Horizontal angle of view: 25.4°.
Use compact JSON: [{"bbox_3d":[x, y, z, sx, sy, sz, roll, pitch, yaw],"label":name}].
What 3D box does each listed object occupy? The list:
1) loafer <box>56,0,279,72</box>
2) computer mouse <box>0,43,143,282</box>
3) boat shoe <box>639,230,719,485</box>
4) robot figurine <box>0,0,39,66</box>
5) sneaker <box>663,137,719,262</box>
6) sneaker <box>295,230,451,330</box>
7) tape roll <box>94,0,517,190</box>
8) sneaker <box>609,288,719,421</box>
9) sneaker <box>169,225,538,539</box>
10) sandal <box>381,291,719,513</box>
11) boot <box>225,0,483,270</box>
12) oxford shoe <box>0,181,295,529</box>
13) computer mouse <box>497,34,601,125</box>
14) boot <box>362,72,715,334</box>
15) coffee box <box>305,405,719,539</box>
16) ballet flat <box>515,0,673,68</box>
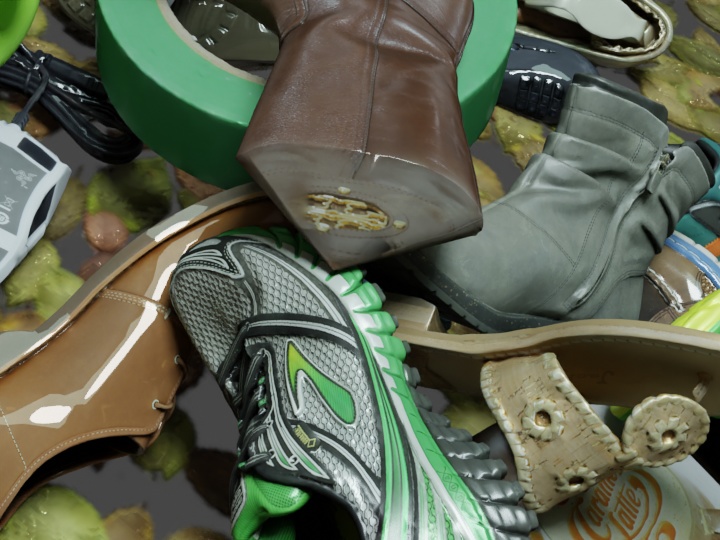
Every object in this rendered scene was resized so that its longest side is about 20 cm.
[{"bbox_3d":[-0.067,-0.140,0.860,0.199,0.067,0.077,14,89,2],"label":"loafer"},{"bbox_3d":[-0.176,-0.041,0.737,0.109,0.044,0.200,29,38,-5],"label":"computer mouse"},{"bbox_3d":[0.164,0.050,0.786,0.200,0.072,0.072,44,45,17],"label":"boat shoe"},{"bbox_3d":[-0.217,-0.145,0.725,0.115,0.176,0.200,31,0,-37],"label":"robot figurine"},{"bbox_3d":[0.195,-0.019,0.858,0.199,0.080,0.072,22,44,-5],"label":"sneaker"},{"bbox_3d":[0.000,0.000,0.770,0.095,0.079,0.201,31,50,-14],"label":"sneaker"},{"bbox_3d":[-0.027,-0.122,0.763,0.199,0.048,0.201,4,52,-5],"label":"tape roll"},{"bbox_3d":[0.194,0.047,0.709,0.199,0.074,0.084,-5,58,-38],"label":"sneaker"},{"bbox_3d":[-0.019,0.057,0.584,0.085,0.078,0.200,-15,47,-31],"label":"sneaker"},{"bbox_3d":[0.068,0.060,0.624,0.211,0.078,0.070,8,67,33],"label":"sandal"},{"bbox_3d":[-0.038,-0.090,0.649,0.185,0.064,0.201,11,43,-3],"label":"boot"},{"bbox_3d":[-0.095,0.036,0.670,0.200,0.071,0.071,-39,77,-21],"label":"oxford shoe"},{"bbox_3d":[0.056,-0.137,0.938,0.199,0.034,0.059,19,45,-7],"label":"computer mouse"},{"bbox_3d":[0.075,-0.033,0.711,0.068,0.131,0.200,22,-3,45],"label":"boot"},{"bbox_3d":[0.060,0.135,0.654,0.199,0.080,0.114,-23,60,-38],"label":"coffee box"},{"bbox_3d":[0.098,-0.173,0.959,0.199,0.068,0.062,15,9,-12],"label":"ballet flat"}]
